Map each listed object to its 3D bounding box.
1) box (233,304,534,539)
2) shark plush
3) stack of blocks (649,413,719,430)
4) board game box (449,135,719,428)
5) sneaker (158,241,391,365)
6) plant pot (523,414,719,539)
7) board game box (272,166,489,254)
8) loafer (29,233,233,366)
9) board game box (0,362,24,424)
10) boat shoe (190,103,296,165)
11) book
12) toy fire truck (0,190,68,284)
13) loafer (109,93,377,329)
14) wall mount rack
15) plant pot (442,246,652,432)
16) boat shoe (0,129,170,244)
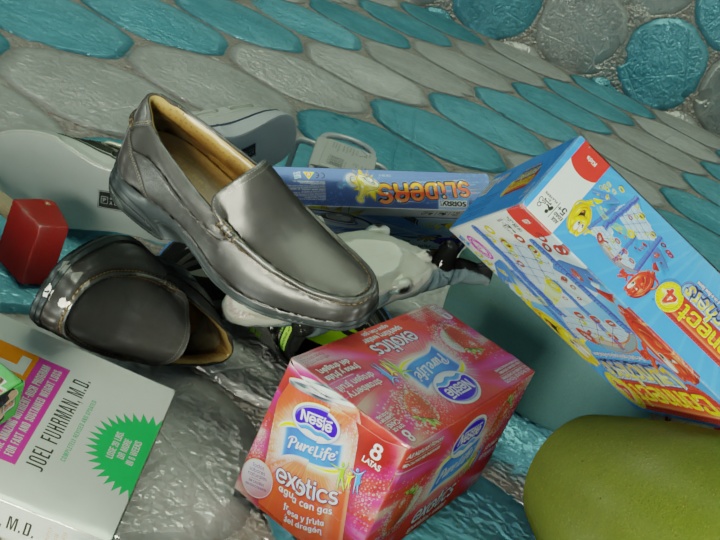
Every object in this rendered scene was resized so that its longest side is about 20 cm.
[{"bbox_3d":[0.022,0.101,0.738,0.095,0.101,0.199,33,22,21],"label":"box"},{"bbox_3d":[0.000,0.000,0.817,0.198,0.083,0.092,-18,70,-27],"label":"shark plush"},{"bbox_3d":[0.290,0.178,0.826,0.199,0.116,0.059,32,22,5],"label":"stack of blocks"},{"bbox_3d":[0.164,0.013,0.745,0.196,0.056,0.200,44,-7,-3],"label":"board game box"},{"bbox_3d":[-0.061,0.024,0.867,0.198,0.071,0.083,23,15,-13],"label":"sneaker"},{"bbox_3d":[0.194,0.170,0.694,0.185,0.189,0.200,11,10,-31],"label":"plant pot"},{"bbox_3d":[-0.006,-0.040,0.937,0.197,0.136,0.035,1,70,-12],"label":"board game box"},{"bbox_3d":[-0.137,0.027,0.729,0.072,0.073,0.200,36,8,15],"label":"loafer"},{"bbox_3d":[-0.287,0.034,0.563,0.199,0.029,0.134,37,36,13],"label":"board game box"},{"bbox_3d":[-0.156,-0.124,1.082,0.086,0.075,0.201,26,36,30],"label":"boat shoe"},{"bbox_3d":[-0.214,0.078,0.622,0.198,0.048,0.134,23,27,-6],"label":"book"},{"bbox_3d":[-0.315,-0.062,0.823,0.140,0.049,0.200,2,30,-46],"label":"toy fire truck"},{"bbox_3d":[-0.072,-0.035,0.707,0.199,0.073,0.073,30,43,11],"label":"loafer"},{"bbox_3d":[-0.001,-0.072,1.163,0.172,0.075,0.200,20,22,-3],"label":"wall mount rack"},{"bbox_3d":[0.174,0.048,0.978,0.198,0.143,0.141,22,20,14],"label":"plant pot"},{"bbox_3d":[-0.202,-0.067,0.912,0.198,0.072,0.064,17,18,3],"label":"boat shoe"}]
